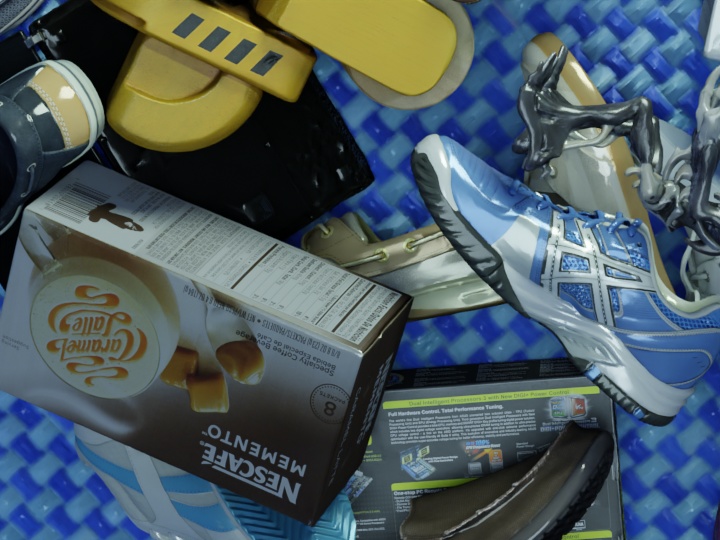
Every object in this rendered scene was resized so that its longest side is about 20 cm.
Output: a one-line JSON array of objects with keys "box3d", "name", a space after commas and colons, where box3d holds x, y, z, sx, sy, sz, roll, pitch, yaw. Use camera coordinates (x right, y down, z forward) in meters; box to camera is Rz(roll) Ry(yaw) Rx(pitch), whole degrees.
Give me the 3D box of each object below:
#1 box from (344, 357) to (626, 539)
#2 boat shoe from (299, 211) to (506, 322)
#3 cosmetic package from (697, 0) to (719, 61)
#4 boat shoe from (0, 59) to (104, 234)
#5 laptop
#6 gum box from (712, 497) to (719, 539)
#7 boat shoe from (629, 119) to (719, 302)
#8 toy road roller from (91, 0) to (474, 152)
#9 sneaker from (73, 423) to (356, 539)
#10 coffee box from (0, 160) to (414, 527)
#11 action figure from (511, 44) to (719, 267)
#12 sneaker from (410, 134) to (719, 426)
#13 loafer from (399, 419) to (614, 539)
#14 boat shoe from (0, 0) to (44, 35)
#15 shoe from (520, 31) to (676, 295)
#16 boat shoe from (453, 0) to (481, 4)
[{"box3d": [0.051, 0.136, 1.587, 0.200, 0.044, 0.160, -5, 102, 6], "name": "box"}, {"box3d": [0.000, 0.000, 1.552, 0.200, 0.074, 0.066, -11, 89, 6], "name": "boat shoe"}, {"box3d": [0.235, -0.208, 1.455, 0.081, 0.113, 0.200, 10, 102, 3], "name": "cosmetic package"}, {"box3d": [-0.209, -0.056, 1.510, 0.075, 0.062, 0.200, 58, 144, -3], "name": "boat shoe"}, {"box3d": [-0.128, -0.073, 1.572, 0.200, 0.103, 0.177, -34, 100, -14], "name": "laptop"}, {"box3d": [0.236, 0.111, 1.490, 0.066, 0.114, 0.200, 5, 128, 1], "name": "gum box"}, {"box3d": [0.209, 0.007, 1.533, 0.202, 0.075, 0.086, 40, 107, -14], "name": "boat shoe"}, {"box3d": [-0.053, -0.119, 1.479, 0.200, 0.123, 0.146, 26, 98, -9], "name": "toy road roller"}, {"box3d": [-0.081, 0.121, 1.553, 0.200, 0.076, 0.081, 39, 134, 28], "name": "sneaker"}, {"box3d": [-0.087, 0.038, 1.491, 0.200, 0.080, 0.114, 23, 119, 12], "name": "coffee box"}, {"box3d": [0.179, -0.058, 1.423, 0.200, 0.119, 0.102, 24, 95, 11], "name": "action figure"}, {"box3d": [0.110, -0.009, 1.470, 0.200, 0.076, 0.077, 41, 102, -9], "name": "sneaker"}, {"box3d": [0.054, 0.147, 1.528, 0.200, 0.073, 0.071, -43, 77, 5], "name": "loafer"}, {"box3d": [-0.250, -0.138, 1.524, 0.200, 0.093, 0.075, -32, 99, 12], "name": "boat shoe"}, {"box3d": [0.124, -0.031, 1.520, 0.053, 0.070, 0.200, -23, 97, -9], "name": "shoe"}, {"box3d": [0.117, -0.202, 1.452, 0.200, 0.072, 0.068, -48, 114, -16], "name": "boat shoe"}]
